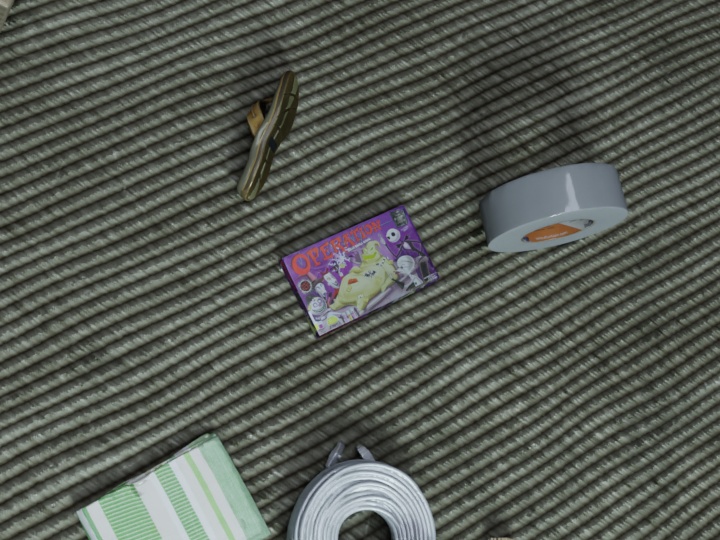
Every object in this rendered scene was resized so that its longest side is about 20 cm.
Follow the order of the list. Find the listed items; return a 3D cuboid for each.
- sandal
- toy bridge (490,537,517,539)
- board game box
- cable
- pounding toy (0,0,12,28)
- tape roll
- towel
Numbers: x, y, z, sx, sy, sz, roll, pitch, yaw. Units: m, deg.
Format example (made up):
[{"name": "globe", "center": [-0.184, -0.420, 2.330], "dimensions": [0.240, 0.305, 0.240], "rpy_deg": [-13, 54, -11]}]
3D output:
[{"name": "sandal", "center": [-0.137, -0.193, 1.448], "dimensions": [0.054, 0.080, 0.201], "rpy_deg": [19, 75, 11]}, {"name": "toy bridge", "center": [0.179, 0.454, 1.375], "dimensions": [0.067, 0.027, 0.201], "rpy_deg": [26, 61, -46]}, {"name": "board game box", "center": [0.000, 0.000, 1.459], "dimensions": [0.199, 0.032, 0.121], "rpy_deg": [-25, 81, -20]}, {"name": "cable", "center": [0.005, 0.345, 1.351], "dimensions": [0.200, 0.069, 0.200], "rpy_deg": [39, 69, -4]}, {"name": "pounding toy", "center": [-0.528, -0.440, 1.360], "dimensions": [0.199, 0.142, 0.185], "rpy_deg": [24, 71, -21]}, {"name": "tape roll", "center": [0.269, -0.085, 1.467], "dimensions": [0.199, 0.200, 0.067], "rpy_deg": [-7, 77, -18]}, {"name": "towel", "center": [-0.234, 0.315, 1.313], "dimensions": [0.199, 0.023, 0.153], "rpy_deg": [-27, 86, -22]}]
